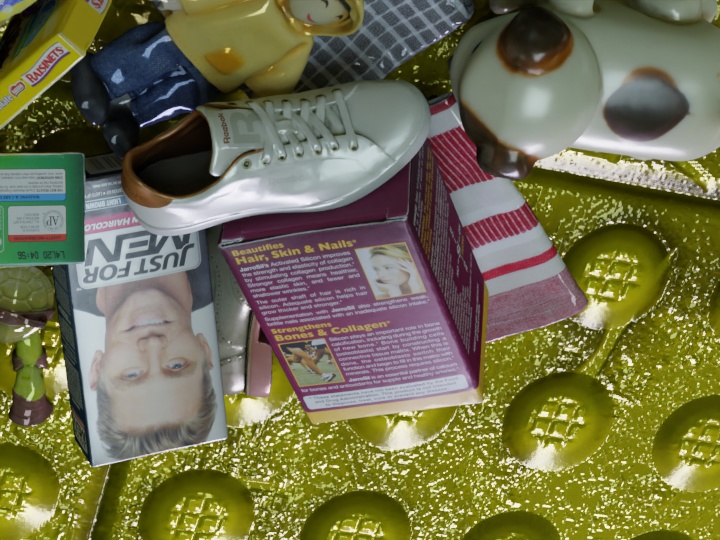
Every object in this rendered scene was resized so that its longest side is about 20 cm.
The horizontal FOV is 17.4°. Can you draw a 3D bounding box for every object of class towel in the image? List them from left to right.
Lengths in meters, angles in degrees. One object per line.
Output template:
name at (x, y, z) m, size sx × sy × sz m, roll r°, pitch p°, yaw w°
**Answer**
towel at (-0.038, -0.193, 1.534) m, size 0.165 × 0.086 × 0.200 m, roll -40°, pitch 120°, yaw 11°
towel at (0.053, -0.023, 1.658) m, size 0.144 × 0.023 × 0.200 m, roll -21°, pitch 122°, yaw 24°

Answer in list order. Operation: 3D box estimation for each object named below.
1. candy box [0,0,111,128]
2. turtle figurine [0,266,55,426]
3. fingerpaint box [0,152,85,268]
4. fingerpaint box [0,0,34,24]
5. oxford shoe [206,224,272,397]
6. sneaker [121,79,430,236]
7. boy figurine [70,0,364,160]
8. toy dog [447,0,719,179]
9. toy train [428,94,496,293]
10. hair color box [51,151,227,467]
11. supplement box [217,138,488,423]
candy box at (-0.179, -0.166, 1.435) m, size 0.102 × 0.200 × 0.026 m, roll -33°, pitch 116°, yaw 33°
turtle figurine at (-0.230, 0.027, 1.623) m, size 0.199 × 0.064 × 0.162 m, roll 6°, pitch 118°, yaw -15°
fingerpaint box at (-0.290, -0.036, 1.467) m, size 0.199 × 0.167 × 0.074 m, roll -2°, pitch 93°, yaw -24°
fingerpaint box at (-0.223, -0.220, 1.418) m, size 0.200 × 0.167 × 0.073 m, roll -34°, pitch 121°, yaw 8°
oxford shoe at (-0.101, 0.005, 1.643) m, size 0.073 × 0.071 × 0.201 m, roll -4°, pitch 118°, yaw -4°
sneaker at (-0.053, -0.075, 1.461) m, size 0.199 × 0.073 × 0.085 m, roll -20°, pitch 159°, yaw 0°
boy figurine at (-0.078, -0.141, 1.474) m, size 0.199 × 0.065 × 0.125 m, roll -23°, pitch 130°, yaw 13°
toy dog at (0.146, -0.118, 1.544) m, size 0.199 × 0.194 × 0.140 m, roll -7°, pitch 133°, yaw -37°
toy train at (0.069, -0.037, 1.681) m, size 0.046 × 0.034 × 0.201 m, roll -13°, pitch 123°, yaw 9°
hair color box at (-0.151, 0.022, 1.584) m, size 0.100 × 0.061 × 0.201 m, roll -11°, pitch 110°, yaw -17°
supplement box at (0.000, 0.000, 1.584) m, size 0.130 × 0.104 × 0.200 m, roll -7°, pitch 139°, yaw 15°
